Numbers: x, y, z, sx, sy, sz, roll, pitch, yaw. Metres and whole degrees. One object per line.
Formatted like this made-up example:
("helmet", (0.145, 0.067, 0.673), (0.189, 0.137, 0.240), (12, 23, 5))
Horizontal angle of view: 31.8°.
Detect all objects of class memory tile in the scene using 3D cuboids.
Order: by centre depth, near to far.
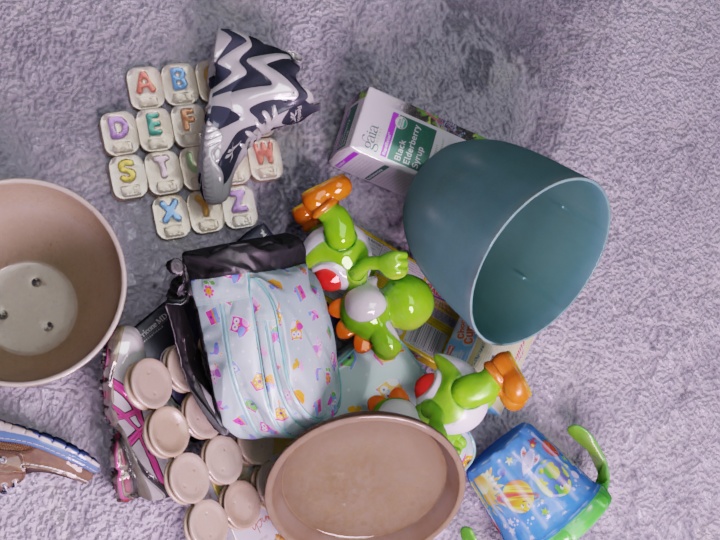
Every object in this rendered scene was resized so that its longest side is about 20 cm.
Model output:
("memory tile", (-0.150, 0.167, 1.265), (0.153, 0.017, 0.201), (-25, 95, -50))

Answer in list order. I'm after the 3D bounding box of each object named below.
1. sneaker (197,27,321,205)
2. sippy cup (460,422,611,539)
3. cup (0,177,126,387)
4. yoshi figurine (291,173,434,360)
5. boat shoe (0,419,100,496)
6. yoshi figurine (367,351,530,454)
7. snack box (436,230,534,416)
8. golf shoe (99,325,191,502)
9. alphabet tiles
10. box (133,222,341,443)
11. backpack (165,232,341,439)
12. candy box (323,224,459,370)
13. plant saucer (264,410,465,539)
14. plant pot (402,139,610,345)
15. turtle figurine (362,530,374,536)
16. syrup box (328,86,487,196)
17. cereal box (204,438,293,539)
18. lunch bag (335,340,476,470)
("sneaker", (-0.109, -0.164, 1.394), (0.129, 0.080, 0.201), (7, 68, -11))
("sippy cup", (0.193, 0.250, 1.437), (0.131, 0.140, 0.178), (50, 30, 5))
("cup", (-0.334, 0.024, 1.254), (0.199, 0.143, 0.202), (3, 77, -11))
("yoshi figurine", (0.012, -0.005, 1.370), (0.112, 0.112, 0.201), (-16, 78, -60))
("boat shoe", (-0.364, 0.187, 1.270), (0.199, 0.072, 0.073), (19, 80, -6))
("yoshi figurine", (0.085, 0.169, 1.321), (0.199, 0.112, 0.113), (-25, 117, -4))
("snack box", (0.165, 0.055, 1.469), (0.116, 0.037, 0.201), (46, 64, -47))
("golf shoe", (-0.216, 0.143, 1.286), (0.091, 0.073, 0.201), (-4, 117, -3))
("alphabet tiles", (-0.187, -0.137, 1.412), (0.199, 0.015, 0.197), (-9, 85, -21))
("box", (-0.143, 0.067, 1.363), (0.200, 0.079, 0.141), (-42, 94, -21))
("backpack", (-0.096, 0.068, 1.248), (0.167, 0.126, 0.202), (-12, 93, -59))
("candy box", (0.037, 0.030, 1.458), (0.199, 0.026, 0.103), (31, 63, -13))
("plant saucer", (0.004, 0.210, 1.244), (0.198, 0.030, 0.201), (-4, 125, -5))
("plant pot", (0.141, -0.048, 1.351), (0.200, 0.201, 0.161), (-31, 49, -22))
("turtle figurine", (0.033, 0.359, 1.359), (0.149, 0.101, 0.202), (-6, 108, -19))
("syrup box", (0.072, -0.131, 1.472), (0.199, 0.081, 0.079), (22, 73, -17))
("cereal box", (-0.091, 0.276, 1.333), (0.144, 0.039, 0.201), (-24, 90, -55))
("lunch bag", (0.017, 0.176, 1.404), (0.160, 0.077, 0.200), (-39, 96, -20))
